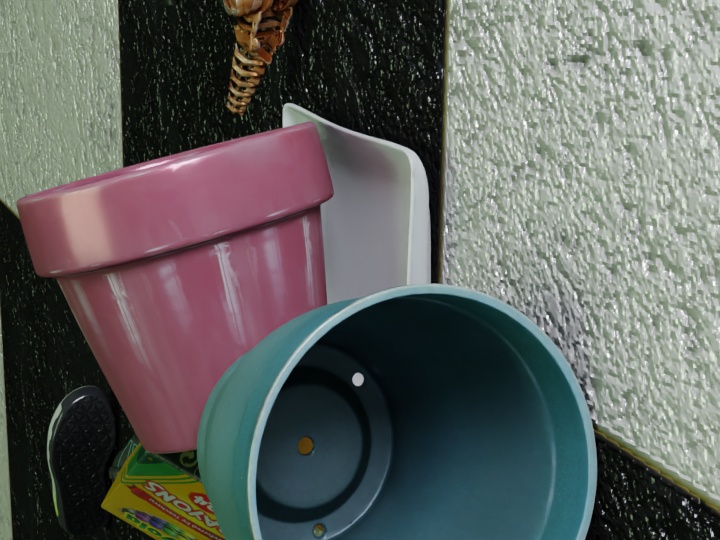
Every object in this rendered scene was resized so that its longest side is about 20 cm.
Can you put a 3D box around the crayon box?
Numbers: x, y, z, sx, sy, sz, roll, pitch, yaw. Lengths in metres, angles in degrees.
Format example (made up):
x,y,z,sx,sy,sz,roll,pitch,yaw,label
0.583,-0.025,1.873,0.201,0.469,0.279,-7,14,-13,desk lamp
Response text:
x,y,z,sx,sy,sz,roll,pitch,yaw,label
-0.129,0.184,1.369,0.051,0.127,0.200,-63,7,-29,crayon box

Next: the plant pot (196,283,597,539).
x,y,z,sx,sy,sz,roll,pitch,yaw,label
0.000,0.106,0.968,0.188,0.200,0.200,-179,82,-67,plant pot

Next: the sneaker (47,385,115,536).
x,y,z,sx,sy,sz,roll,pitch,yaw,label
-0.308,0.194,1.828,0.083,0.072,0.200,-125,36,-48,sneaker

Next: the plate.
x,y,z,sx,sy,sz,roll,pitch,yaw,label
0.000,0.000,1.139,0.200,0.032,0.200,-151,58,-61,plate

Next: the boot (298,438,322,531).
x,y,z,sx,sy,sz,roll,pitch,yaw,label
-0.085,0.113,1.214,0.071,0.144,0.201,-60,29,6,boot

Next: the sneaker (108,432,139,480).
x,y,z,sx,sy,sz,roll,pitch,yaw,label
-0.170,0.161,1.541,0.200,0.075,0.079,-14,63,66,sneaker

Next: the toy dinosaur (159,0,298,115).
x,y,z,sx,sy,sz,roll,pitch,yaw,label
-0.087,-0.213,1.210,0.136,0.102,0.200,28,101,42,toy dinosaur

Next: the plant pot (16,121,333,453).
x,y,z,sx,sy,sz,roll,pitch,yaw,label
-0.102,0.014,1.107,0.200,0.200,0.179,-3,103,66,plant pot
